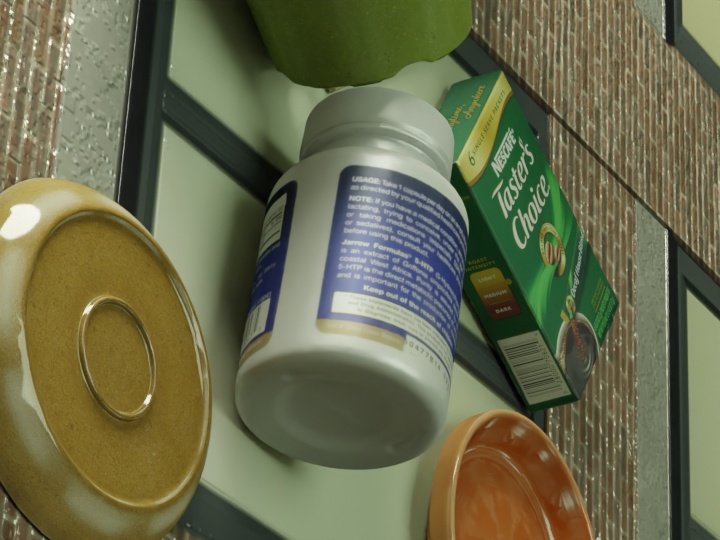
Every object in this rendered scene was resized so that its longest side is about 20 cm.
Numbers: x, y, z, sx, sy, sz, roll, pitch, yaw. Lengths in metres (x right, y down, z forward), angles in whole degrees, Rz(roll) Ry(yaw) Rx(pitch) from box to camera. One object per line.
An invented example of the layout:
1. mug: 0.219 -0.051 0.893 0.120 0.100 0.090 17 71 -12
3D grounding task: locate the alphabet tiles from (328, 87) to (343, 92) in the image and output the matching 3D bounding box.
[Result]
1. alphabet tiles: -0.014 -0.226 1.698 0.167 0.008 0.201 -32 105 -60

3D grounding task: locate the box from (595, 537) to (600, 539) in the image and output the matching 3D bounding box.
1. box: 0.173 0.286 1.694 0.122 0.047 0.201 -64 148 -50

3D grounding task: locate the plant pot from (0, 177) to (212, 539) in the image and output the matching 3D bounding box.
1. plant pot: -0.131 0.047 1.345 0.200 0.027 0.201 34 49 -51

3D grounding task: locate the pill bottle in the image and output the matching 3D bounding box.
1. pill bottle: 0.000 0.000 1.500 0.120 0.119 0.201 46 40 -41

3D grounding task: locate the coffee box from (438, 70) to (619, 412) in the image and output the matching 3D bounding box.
1. coffee box: 0.104 -0.019 1.768 0.200 0.044 0.123 62 32 -23

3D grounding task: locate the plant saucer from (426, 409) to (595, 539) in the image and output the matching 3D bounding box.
1. plant saucer: 0.096 0.189 1.670 0.200 0.032 0.201 33 50 -51

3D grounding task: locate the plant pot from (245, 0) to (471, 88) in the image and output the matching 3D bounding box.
1. plant pot: -0.013 -0.215 1.542 0.200 0.199 0.191 -55 137 -54
